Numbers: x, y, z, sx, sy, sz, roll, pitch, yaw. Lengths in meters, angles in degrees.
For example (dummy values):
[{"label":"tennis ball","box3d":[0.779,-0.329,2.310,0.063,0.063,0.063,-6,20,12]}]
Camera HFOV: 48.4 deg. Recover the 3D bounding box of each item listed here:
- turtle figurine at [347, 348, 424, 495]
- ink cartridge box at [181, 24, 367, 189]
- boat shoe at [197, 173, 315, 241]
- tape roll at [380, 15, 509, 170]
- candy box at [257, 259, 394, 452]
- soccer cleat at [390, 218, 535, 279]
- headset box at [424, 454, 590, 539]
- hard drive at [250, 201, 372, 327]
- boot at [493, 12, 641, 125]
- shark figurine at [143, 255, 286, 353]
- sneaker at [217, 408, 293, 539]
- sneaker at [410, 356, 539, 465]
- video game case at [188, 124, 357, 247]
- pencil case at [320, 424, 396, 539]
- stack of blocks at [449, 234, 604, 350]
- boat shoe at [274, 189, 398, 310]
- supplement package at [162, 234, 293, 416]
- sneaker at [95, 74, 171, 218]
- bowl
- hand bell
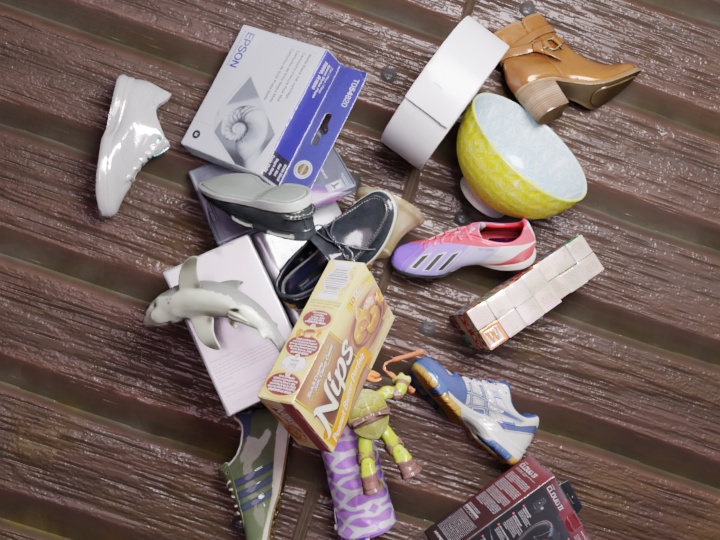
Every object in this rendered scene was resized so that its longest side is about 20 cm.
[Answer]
[{"label":"turtle figurine","box3d":[0.021,0.189,1.015,0.200,0.064,0.162,-21,85,-21]},{"label":"ink cartridge box","box3d":[-0.119,-0.220,1.090,0.200,0.041,0.200,22,81,22]},{"label":"boat shoe","box3d":[-0.135,-0.080,1.016,0.076,0.200,0.061,-30,123,-33]},{"label":"tape roll","box3d":[0.111,-0.235,1.069,0.071,0.202,0.203,37,82,-1]},{"label":"candy box","box3d":[-0.035,0.100,0.959,0.055,0.116,0.200,7,55,33]},{"label":"soccer cleat","box3d":[0.138,-0.035,1.095,0.199,0.073,0.068,-3,49,11]},{"label":"headset box","box3d":[0.209,0.357,1.061,0.200,0.075,0.149,-34,107,-7]},{"label":"hard drive","box3d":[-0.057,0.000,1.103,0.132,0.025,0.200,-25,86,-24]},{"label":"boot","box3d":[0.297,-0.308,1.161,0.199,0.074,0.155,-20,72,-21]},{"label":"shark figurine","box3d":[-0.146,0.046,0.964,0.214,0.090,0.128,23,116,6]},{"label":"sneaker","box3d":[-0.147,0.282,1.067,0.090,0.067,0.201,10,83,4]},{"label":"sneaker","box3d":[0.157,0.175,1.103,0.200,0.075,0.088,42,74,-9]},{"label":"video game case","box3d":[-0.122,-0.122,1.096,0.199,0.019,0.143,-23,56,-7]},{"label":"pencil case","box3d":[-0.015,0.261,1.072,0.085,0.084,0.201,-16,84,14]},{"label":"stack of blocks","box3d":[0.229,0.031,1.095,0.200,0.115,0.059,-32,88,-8]},{"label":"boat shoe","box3d":[-0.032,-0.026,1.024,0.200,0.062,0.075,-42,71,7]},{"label":"supplement package","box3d":[-0.157,0.073,1.055,0.121,0.120,0.200,-24,86,-7]},{"label":"sneaker","box3d":[-0.308,-0.165,1.096,0.088,0.075,0.201,12,82,-15]},{"label":"bowl","box3d":[0.200,-0.136,1.102,0.200,0.200,0.108,42,125,0]},{"label":"hand bell","box3d":[0.000,0.000,1.074,0.104,0.104,0.200,25,77,-2]}]
